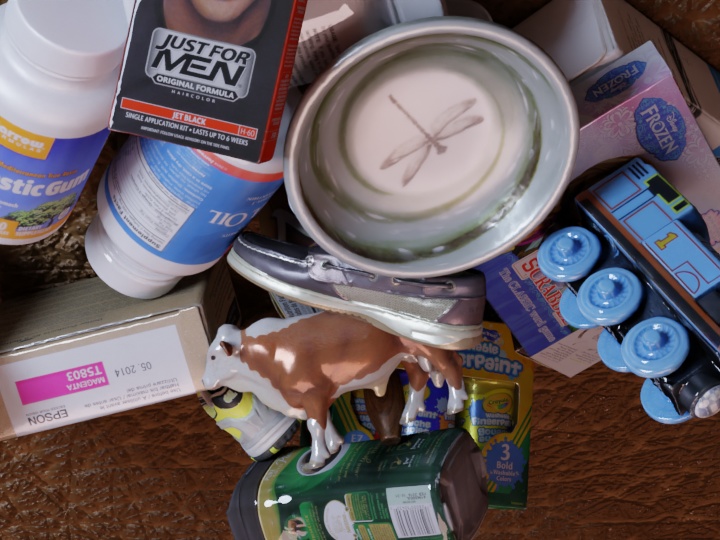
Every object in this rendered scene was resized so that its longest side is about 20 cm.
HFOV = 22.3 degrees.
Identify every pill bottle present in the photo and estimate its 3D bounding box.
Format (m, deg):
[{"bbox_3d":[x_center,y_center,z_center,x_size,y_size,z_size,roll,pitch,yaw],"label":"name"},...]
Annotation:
[{"bbox_3d":[-0.128,-0.066,1.360,0.112,0.112,0.200,12,142,-29],"label":"pill bottle"},{"bbox_3d":[-0.048,-0.180,1.211,0.200,0.113,0.113,-14,146,7],"label":"pill bottle"},{"bbox_3d":[-0.225,-0.116,1.262,0.112,0.112,0.200,7,143,-23],"label":"pill bottle"}]

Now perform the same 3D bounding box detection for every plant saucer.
[{"bbox_3d":[0.044,-0.088,1.216,0.200,0.050,0.200,-7,127,-9],"label":"plant saucer"}]

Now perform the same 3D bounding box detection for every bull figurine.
[{"bbox_3d":[-0.017,0.074,1.378,0.200,0.122,0.065,-20,-177,-8],"label":"bull figurine"}]

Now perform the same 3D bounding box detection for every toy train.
[{"bbox_3d":[0.205,0.015,1.247,0.114,0.200,0.087,-35,137,-4],"label":"toy train"}]

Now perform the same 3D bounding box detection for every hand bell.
[{"bbox_3d":[0.010,0.051,1.487,0.104,0.200,0.104,-6,146,-4],"label":"hand bell"}]

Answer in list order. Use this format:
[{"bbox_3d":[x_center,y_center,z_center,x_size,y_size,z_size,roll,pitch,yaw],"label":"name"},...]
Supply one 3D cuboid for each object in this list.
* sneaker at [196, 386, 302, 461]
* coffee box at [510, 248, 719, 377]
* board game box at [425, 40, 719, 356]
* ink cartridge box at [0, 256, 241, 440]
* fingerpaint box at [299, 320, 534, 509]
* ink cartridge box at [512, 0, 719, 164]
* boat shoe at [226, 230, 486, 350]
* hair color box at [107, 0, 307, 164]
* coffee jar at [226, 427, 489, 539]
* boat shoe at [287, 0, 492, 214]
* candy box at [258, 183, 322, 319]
[{"bbox_3d":[-0.109,0.086,1.547,0.075,0.200,0.076,-44,117,-4],"label":"sneaker"},{"bbox_3d":[0.218,-0.010,1.528,0.200,0.113,0.080,-34,139,31],"label":"coffee box"},{"bbox_3d":[0.167,-0.046,1.341,0.199,0.041,0.200,-31,138,9],"label":"board game box"},{"bbox_3d":[-0.205,0.058,1.473,0.200,0.165,0.075,-13,107,6],"label":"ink cartridge box"},{"bbox_3d":[0.052,0.123,1.624,0.200,0.167,0.073,9,169,-24],"label":"fingerpaint box"},{"bbox_3d":[0.185,-0.116,1.387,0.146,0.084,0.200,-33,138,29],"label":"ink cartridge box"},{"bbox_3d":[0.000,0.000,1.329,0.200,0.065,0.072,19,-165,18],"label":"boat shoe"},{"bbox_3d":[-0.084,-0.174,1.127,0.101,0.200,0.061,13,-173,4],"label":"hair color box"},{"bbox_3d":[-0.004,0.185,1.472,0.200,0.104,0.085,-8,109,26],"label":"coffee jar"},{"bbox_3d":[0.029,-0.112,1.347,0.202,0.075,0.086,-53,170,7],"label":"boat shoe"},{"bbox_3d":[0.021,-0.043,1.427,0.200,0.117,0.056,-14,144,8],"label":"candy box"}]
